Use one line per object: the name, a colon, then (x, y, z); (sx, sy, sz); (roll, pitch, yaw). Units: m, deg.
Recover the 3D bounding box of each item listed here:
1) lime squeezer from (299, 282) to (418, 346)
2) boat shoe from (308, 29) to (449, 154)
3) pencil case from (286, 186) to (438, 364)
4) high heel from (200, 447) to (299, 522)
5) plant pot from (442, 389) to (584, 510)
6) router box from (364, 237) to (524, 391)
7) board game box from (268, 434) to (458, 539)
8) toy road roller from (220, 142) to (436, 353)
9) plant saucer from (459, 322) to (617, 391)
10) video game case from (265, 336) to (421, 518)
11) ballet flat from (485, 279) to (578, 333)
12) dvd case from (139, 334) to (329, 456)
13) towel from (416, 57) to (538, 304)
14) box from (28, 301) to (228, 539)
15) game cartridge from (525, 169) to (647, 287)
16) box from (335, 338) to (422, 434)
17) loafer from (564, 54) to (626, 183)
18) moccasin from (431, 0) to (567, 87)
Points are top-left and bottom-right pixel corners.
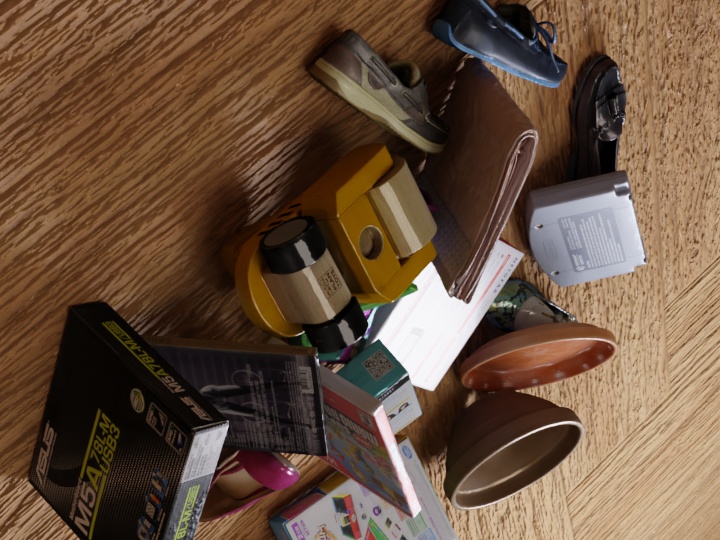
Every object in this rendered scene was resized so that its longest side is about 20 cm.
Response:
lime squeezer: (-0.033, 0.064, 1.381); (0.071, 0.038, 0.200); (8, 136, -44)
boat shoe: (0.033, -0.169, 1.334); (0.066, 0.072, 0.201); (-53, 142, 11)
pencil case: (0.000, 0.000, 1.431); (0.085, 0.092, 0.200); (5, 116, -48)
high heel: (-0.124, 0.224, 1.442); (0.067, 0.200, 0.096); (43, 73, -12)
plant pot: (0.184, 0.219, 1.826); (0.201, 0.093, 0.201); (-23, 152, -13)
router box: (0.077, 0.031, 1.590); (0.200, 0.049, 0.179); (-56, 146, 6)
board game box: (0.006, 0.314, 1.697); (0.200, 0.040, 0.153); (-31, 101, -28)
toy road roller: (-0.039, -0.021, 1.320); (0.200, 0.146, 0.123); (-44, 118, -33)
plant saucer: (0.222, 0.107, 1.761); (0.200, 0.032, 0.200); (-9, 159, -3)
video game case: (-0.016, 0.156, 1.377); (0.017, 0.143, 0.200); (-47, 145, -21)
ballet flat: (0.226, 0.060, 1.776); (0.200, 0.074, 0.074); (19, 106, -55)
dvd case: (-0.133, 0.118, 1.320); (0.149, 0.200, 0.016); (85, 11, -45)
towel: (0.105, -0.094, 1.393); (0.032, 0.200, 0.191); (13, 115, -20)
box: (-0.210, 0.161, 1.239); (0.048, 0.193, 0.200); (-12, 130, -46)
game cartridge: (0.270, -0.048, 1.693); (0.133, 0.040, 0.200); (-15, 148, 9)
box: (0.014, 0.140, 1.495); (0.082, 0.049, 0.200); (-38, 162, -6)
loafer: (0.289, -0.160, 1.652); (0.072, 0.063, 0.200); (-30, 140, -30)
moccasin: (0.156, -0.235, 1.413); (0.200, 0.080, 0.068); (9, 109, -54)
